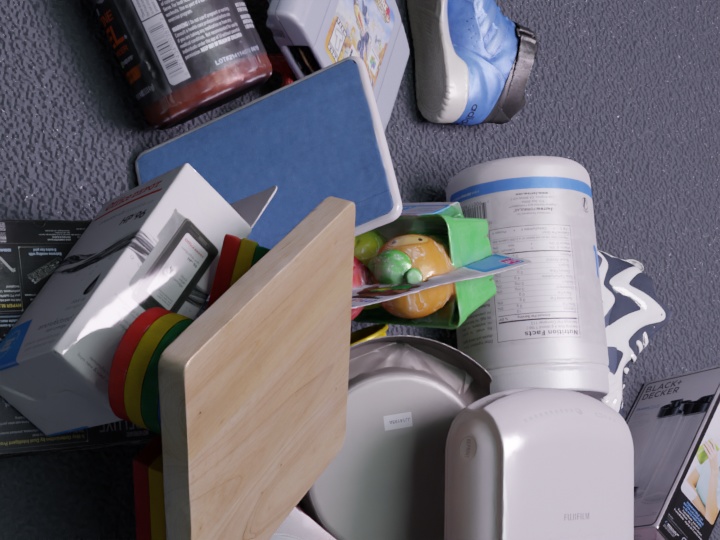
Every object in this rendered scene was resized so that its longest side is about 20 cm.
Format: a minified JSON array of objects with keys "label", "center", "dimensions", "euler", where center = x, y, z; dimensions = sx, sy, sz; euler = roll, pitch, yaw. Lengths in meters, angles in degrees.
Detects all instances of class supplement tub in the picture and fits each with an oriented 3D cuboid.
[{"label":"supplement tub","center":[-0.151,-0.216,1.053],"dimensions":[0.106,0.106,0.202],"euler":[-28,96,-40]},{"label":"supplement tub","center":[0.143,0.013,1.214],"dimensions":[0.131,0.131,0.203],"euler":[5,76,-38]}]

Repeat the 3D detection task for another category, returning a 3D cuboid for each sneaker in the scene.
[{"label":"sneaker","center":[0.107,-0.231,1.281],"dimensions":[0.110,0.076,0.203],"euler":[1,82,-32]},{"label":"sneaker","center":[0.245,0.075,1.311],"dimensions":[0.128,0.079,0.201],"euler":[2,67,-30]}]

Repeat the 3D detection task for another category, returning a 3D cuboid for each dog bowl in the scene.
[{"label":"dog bowl","center":[0.024,0.147,1.078],"dimensions":[0.198,0.059,0.203],"euler":[-1,94,-13]}]

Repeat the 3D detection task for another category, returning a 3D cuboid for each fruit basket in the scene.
[{"label":"fruit basket","center":[0.000,0.000,1.068],"dimensions":[0.198,0.184,0.095],"euler":[-7,96,-40]}]

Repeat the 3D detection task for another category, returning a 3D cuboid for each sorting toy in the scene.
[{"label":"sorting toy","center":[-0.081,0.077,0.876],"dimensions":[0.200,0.069,0.201],"euler":[-46,146,-49]}]

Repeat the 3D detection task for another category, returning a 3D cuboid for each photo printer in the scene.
[{"label":"photo printer","center":[0.133,0.188,1.030],"dimensions":[0.165,0.069,0.203],"euler":[6,83,-42]}]

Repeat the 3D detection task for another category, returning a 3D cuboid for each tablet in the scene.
[{"label":"tablet","center":[-0.071,-0.062,1.016],"dimensions":[0.014,0.198,0.132],"euler":[28,44,-62]}]

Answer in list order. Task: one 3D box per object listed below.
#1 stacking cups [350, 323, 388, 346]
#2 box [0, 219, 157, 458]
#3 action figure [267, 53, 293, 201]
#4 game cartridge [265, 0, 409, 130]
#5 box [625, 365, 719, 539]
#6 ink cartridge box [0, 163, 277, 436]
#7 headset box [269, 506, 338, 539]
[{"label":"stacking cups","center":[0.033,0.145,1.134],"dimensions":[0.060,0.060,0.202],"euler":[-27,96,-40]},{"label":"box","center":[-0.221,0.046,0.962],"dimensions":[0.198,0.050,0.160],"euler":[-2,80,-39]},{"label":"action figure","center":[-0.066,-0.080,1.081],"dimensions":[0.066,0.051,0.201],"euler":[78,6,-48]},{"label":"game cartridge","center":[-0.013,-0.196,1.145],"dimensions":[0.200,0.041,0.134],"euler":[56,48,-53]},{"label":"box","center":[0.284,0.184,1.293],"dimensions":[0.060,0.116,0.201],"euler":[47,55,-16]},{"label":"ink cartridge box","center":[-0.150,0.005,0.922],"dimensions":[0.068,0.115,0.201],"euler":[45,55,-22]},{"label":"headset box","center":[-0.066,0.248,0.982],"dimensions":[0.200,0.077,0.149],"euler":[42,70,-13]}]
